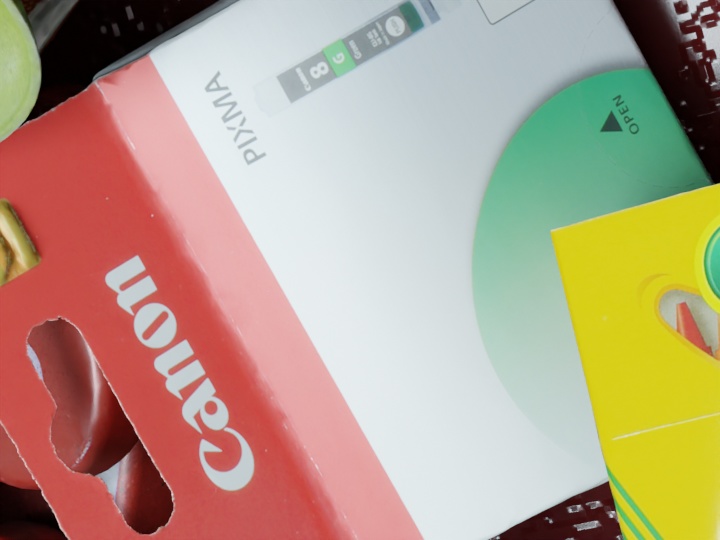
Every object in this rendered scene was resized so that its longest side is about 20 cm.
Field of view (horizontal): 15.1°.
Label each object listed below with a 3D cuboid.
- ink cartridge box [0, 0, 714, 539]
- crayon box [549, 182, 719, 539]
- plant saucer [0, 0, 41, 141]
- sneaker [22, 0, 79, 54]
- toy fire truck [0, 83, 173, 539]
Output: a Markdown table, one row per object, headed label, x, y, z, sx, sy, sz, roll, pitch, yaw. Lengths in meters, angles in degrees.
| label | x | y | z | sx | sy | sz | roll | pitch | yaw |
| --- | --- | --- | --- | --- | --- | --- | --- | --- | --- |
| ink cartridge box | 0.000 | 0.000 | 0.716 | 0.161 | 0.200 | 0.050 | 60 | 152 | -6 |
| crayon box | 0.162 | 0.048 | 0.651 | 0.200 | 0.058 | 0.173 | -16 | 86 | 27 |
| plant saucer | -0.169 | -0.075 | 0.620 | 0.200 | 0.200 | 0.031 | 2 | 67 | 17 |
| sneaker | -0.096 | -0.113 | 0.744 | 0.077 | 0.073 | 0.200 | 35 | 94 | -31 |
| toy fire truck | -0.107 | 0.042 | 0.806 | 0.168 | 0.112 | 0.200 | 18 | 110 | 32 |
